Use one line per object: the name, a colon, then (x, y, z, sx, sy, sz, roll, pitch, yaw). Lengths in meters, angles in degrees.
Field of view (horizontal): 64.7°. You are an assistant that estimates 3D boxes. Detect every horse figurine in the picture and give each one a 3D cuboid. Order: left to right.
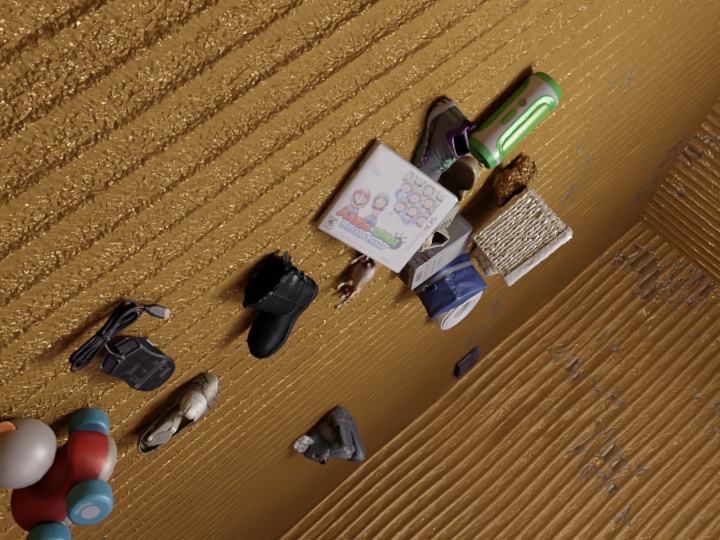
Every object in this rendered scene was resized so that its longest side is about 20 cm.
horse figurine: (0.000, 0.000, 1.201, 0.201, 0.050, 0.132, -61, 164, 23)

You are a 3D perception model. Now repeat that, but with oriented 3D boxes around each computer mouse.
computer mouse: (-0.337, 0.109, 0.868, 0.141, 0.046, 0.200, -47, 152, -4)

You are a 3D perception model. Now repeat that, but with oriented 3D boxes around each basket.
basket: (0.439, -0.081, 1.665, 0.175, 0.140, 0.200, -24, 160, -35)
basket: (0.408, -0.091, 1.444, 0.200, 0.161, 0.198, -43, 173, 20)

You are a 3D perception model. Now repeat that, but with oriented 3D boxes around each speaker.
speaker: (0.309, -0.302, 1.149, 0.200, 0.089, 0.088, -45, 157, 4)

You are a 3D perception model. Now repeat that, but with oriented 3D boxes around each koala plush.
koala plush: (-0.113, 0.574, 1.915, 0.198, 0.186, 0.177, -25, 151, 13)

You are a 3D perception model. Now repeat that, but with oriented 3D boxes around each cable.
cable: (0.325, 0.111, 1.897, 0.199, 0.069, 0.201, -8, 138, -54)

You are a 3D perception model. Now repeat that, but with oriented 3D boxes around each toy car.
toy car: (-0.485, 0.287, 0.829, 0.177, 0.185, 0.200, -44, 128, 5)

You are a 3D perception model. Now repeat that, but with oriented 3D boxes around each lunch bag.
lunch bag: (0.231, 0.033, 1.541, 0.199, 0.133, 0.136, -15, 160, -50)

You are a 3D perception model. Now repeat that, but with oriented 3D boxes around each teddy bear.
teddy bear: (0.388, -0.228, 1.447, 0.199, 0.067, 0.145, -34, 166, -35)

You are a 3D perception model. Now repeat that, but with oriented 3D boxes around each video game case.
video game case: (0.049, -0.106, 1.016, 0.199, 0.024, 0.183, 28, 111, -31)

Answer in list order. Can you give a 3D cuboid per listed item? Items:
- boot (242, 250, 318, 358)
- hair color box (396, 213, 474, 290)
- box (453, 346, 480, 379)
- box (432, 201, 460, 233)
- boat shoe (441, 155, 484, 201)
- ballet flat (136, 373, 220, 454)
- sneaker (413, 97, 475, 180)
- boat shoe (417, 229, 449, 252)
boot: (-0.164, 0.066, 1.031, 0.199, 0.073, 0.162, -51, 159, -1)
hair color box: (0.186, -0.046, 1.417, 0.199, 0.061, 0.099, -35, 155, -21)
box: (0.544, 0.476, 2.921, 0.142, 0.036, 0.201, -38, 158, -15)
box: (0.106, -0.111, 1.155, 0.199, 0.082, 0.069, -22, 150, -37)
boat shoe: (0.209, -0.202, 1.169, 0.063, 0.073, 0.200, -55, 177, -6)
ballet flat: (-0.349, 0.284, 1.093, 0.200, 0.068, 0.075, -41, -166, 0)
sneaker: (0.154, -0.212, 1.047, 0.074, 0.088, 0.201, -33, 155, -21)
boat shoe: (0.130, -0.082, 1.256, 0.199, 0.068, 0.075, -16, 145, -47)
